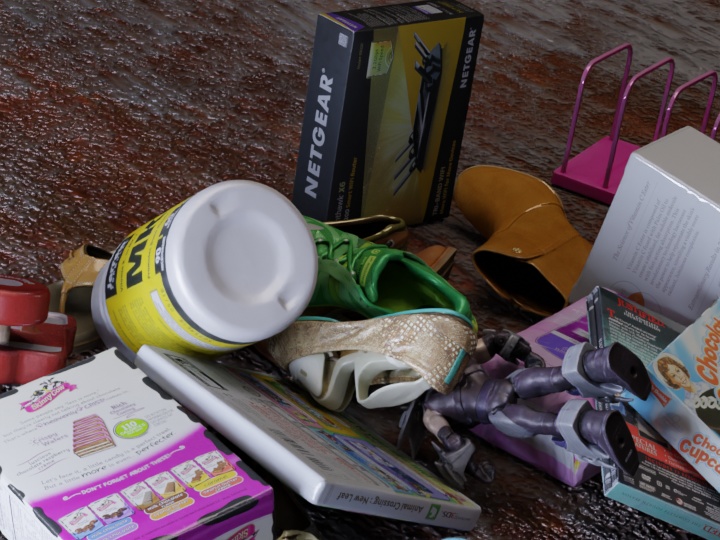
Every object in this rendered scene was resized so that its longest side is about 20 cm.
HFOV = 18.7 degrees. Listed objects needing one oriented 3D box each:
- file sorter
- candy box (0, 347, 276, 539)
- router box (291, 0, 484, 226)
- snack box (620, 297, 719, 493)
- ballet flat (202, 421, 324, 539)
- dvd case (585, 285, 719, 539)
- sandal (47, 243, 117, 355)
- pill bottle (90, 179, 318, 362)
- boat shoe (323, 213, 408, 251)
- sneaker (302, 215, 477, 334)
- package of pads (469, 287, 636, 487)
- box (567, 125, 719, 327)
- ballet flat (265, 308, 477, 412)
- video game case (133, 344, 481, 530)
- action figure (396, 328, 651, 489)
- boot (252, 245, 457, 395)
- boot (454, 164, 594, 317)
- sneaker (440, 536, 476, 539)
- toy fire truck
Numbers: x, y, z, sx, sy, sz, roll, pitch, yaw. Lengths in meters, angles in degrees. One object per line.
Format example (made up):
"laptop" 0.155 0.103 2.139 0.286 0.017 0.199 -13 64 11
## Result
"file sorter" 0.313 -0.128 2.131 0.199 0.126 0.139 21 27 23
"candy box" -0.165 0.141 1.433 0.136 0.061 0.200 -22 39 -29
"router box" 0.023 -0.135 1.945 0.156 0.201 0.052 -13 32 -39
"snack box" 0.282 0.086 1.622 0.116 0.037 0.200 44 36 9
"ballet flat" -0.070 0.155 1.482 0.067 0.047 0.200 -1 27 -22
"dvd case" 0.235 0.111 1.605 0.145 0.022 0.201 23 40 -20
"sandal" -0.197 0.003 1.721 0.080 0.054 0.199 27 44 36
"pill bottle" -0.120 0.010 1.594 0.113 0.115 0.200 -4 -10 -27
"boat shoe" -0.053 -0.014 1.818 0.199 0.068 0.072 -6 31 -29
"sneaker" 0.000 0.000 1.652 0.199 0.084 0.074 23 65 6
"package of pads" 0.176 0.088 1.684 0.120 0.076 0.199 29 31 28
"box" 0.296 0.003 1.781 0.199 0.153 0.106 35 33 23
"ballet flat" -0.003 0.068 1.583 0.199 0.066 0.070 -9 -35 46
"video game case" -0.037 0.118 1.527 0.200 0.022 0.181 32 10 39
"action figure" 0.107 0.095 1.554 0.199 0.131 0.069 1 -31 41
"boot" -0.025 0.010 1.751 0.155 0.077 0.200 30 49 18
"boot" 0.132 -0.028 1.909 0.201 0.071 0.144 32 26 27
"sneaker" 0.112 0.238 1.365 0.199 0.080 0.096 11 33 23
"toy fire truck" -0.303 0.049 1.561 0.198 0.113 0.168 7 9 -9
